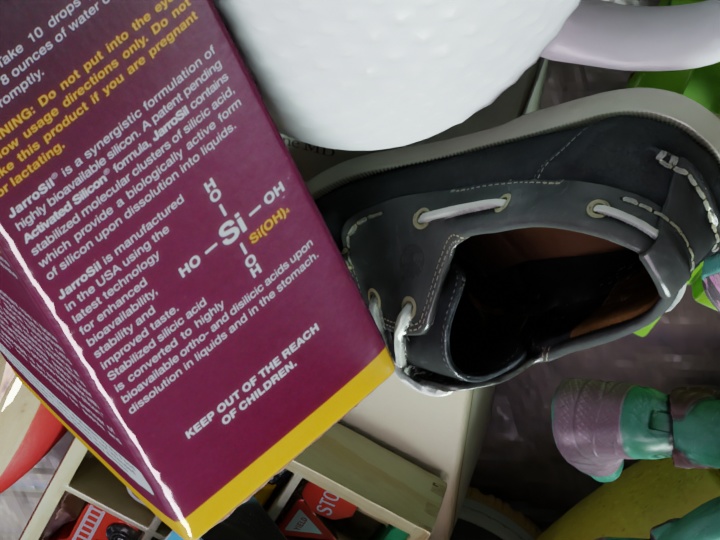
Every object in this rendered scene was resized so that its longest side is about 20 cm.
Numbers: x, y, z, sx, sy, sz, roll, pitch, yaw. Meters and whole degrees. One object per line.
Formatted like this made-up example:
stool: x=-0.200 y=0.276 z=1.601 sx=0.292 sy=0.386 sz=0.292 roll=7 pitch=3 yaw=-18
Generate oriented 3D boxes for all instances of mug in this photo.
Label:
mug: x=0.029 y=-0.111 z=0.790 sx=0.199 sy=0.148 sz=0.176 roll=17 pitch=149 yaw=4

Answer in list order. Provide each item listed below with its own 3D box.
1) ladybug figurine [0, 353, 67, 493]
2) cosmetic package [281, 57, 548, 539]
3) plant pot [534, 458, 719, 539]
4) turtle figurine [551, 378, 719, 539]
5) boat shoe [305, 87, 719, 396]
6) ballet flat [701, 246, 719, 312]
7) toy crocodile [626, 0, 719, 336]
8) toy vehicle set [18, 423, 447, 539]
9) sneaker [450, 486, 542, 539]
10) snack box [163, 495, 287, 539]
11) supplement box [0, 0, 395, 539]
ladybug figurine: x=-0.136 y=0.015 z=1.015 sx=0.072 sy=0.136 sz=0.200 roll=6 pitch=139 yaw=-34
cosmetic package: x=0.000 y=0.000 z=0.974 sx=0.103 sy=0.073 sz=0.201 roll=14 pitch=139 yaw=9
plant pot: x=0.134 y=0.138 z=0.999 sx=0.199 sy=0.200 sz=0.143 roll=23 pitch=112 yaw=-2
turtle figurine: x=0.154 y=0.068 z=0.876 sx=0.199 sy=0.150 sz=0.101 roll=-7 pitch=129 yaw=28
boat shoe: x=0.024 y=0.004 z=0.864 sx=0.199 sy=0.068 sz=0.072 roll=-19 pitch=129 yaw=39
ballet flat: x=0.196 y=-0.005 z=0.873 sx=0.199 sy=0.070 sz=0.071 roll=-1 pitch=177 yaw=-20
toy crocodile: x=0.112 y=-0.044 z=0.898 sx=0.067 sy=0.062 sz=0.200 roll=22 pitch=143 yaw=-1
toy vehicle set: x=-0.064 y=0.115 z=1.032 sx=0.124 sy=0.027 sz=0.200 roll=27 pitch=133 yaw=-4
sneaker: x=-0.022 y=0.133 z=1.112 sx=0.199 sy=0.088 sz=0.076 roll=-2 pitch=132 yaw=22
snack box: x=-0.018 y=0.188 z=0.972 sx=0.200 sy=0.037 sz=0.116 roll=52 pitch=132 yaw=14
supplement box: x=-0.081 y=-0.033 z=0.799 sx=0.110 sy=0.086 sz=0.200 roll=37 pitch=161 yaw=44
